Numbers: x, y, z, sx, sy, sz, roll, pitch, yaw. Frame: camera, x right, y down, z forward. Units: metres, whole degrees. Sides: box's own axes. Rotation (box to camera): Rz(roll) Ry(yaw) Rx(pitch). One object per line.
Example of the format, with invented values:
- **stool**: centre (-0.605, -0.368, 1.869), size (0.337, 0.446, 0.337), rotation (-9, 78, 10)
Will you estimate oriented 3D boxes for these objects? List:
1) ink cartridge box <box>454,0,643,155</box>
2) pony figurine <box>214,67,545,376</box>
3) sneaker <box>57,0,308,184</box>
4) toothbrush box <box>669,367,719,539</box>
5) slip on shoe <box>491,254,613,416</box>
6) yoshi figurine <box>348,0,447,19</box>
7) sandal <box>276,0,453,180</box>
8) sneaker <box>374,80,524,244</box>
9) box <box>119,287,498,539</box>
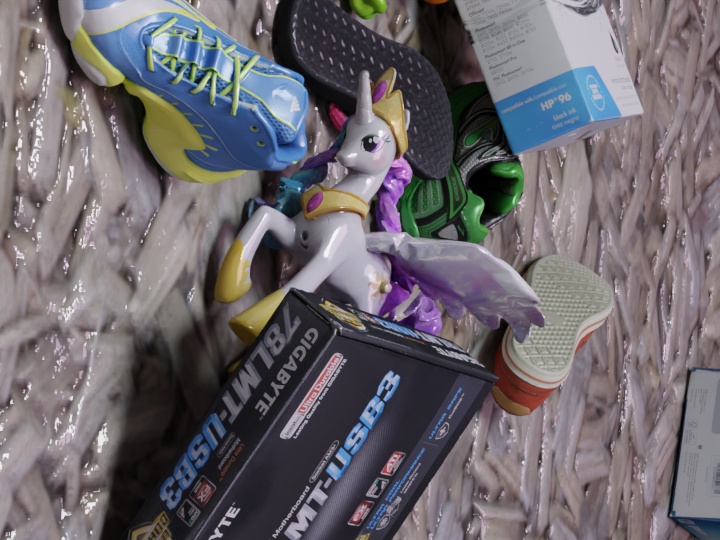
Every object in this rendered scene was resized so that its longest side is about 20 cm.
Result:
- **ink cartridge box**: centre (0.118, -0.189, 1.854), size (0.116, 0.068, 0.201), rotation (-15, 84, -66)
- **pony figurine**: centre (0.000, 0.000, 1.631), size (0.201, 0.166, 0.193), rotation (-57, 137, -22)
- **sneaker**: centre (-0.085, -0.117, 1.445), size (0.200, 0.104, 0.076), rotation (55, 44, -55)
- **toothbrush box**: centre (0.369, 0.189, 2.531), size (0.200, 0.085, 0.147), rotation (40, 57, -62)
- **slip on shoe**: centre (0.143, 0.047, 2.044), size (0.061, 0.074, 0.200), rotation (-60, 179, 32)
- **yoshi figurine**: centre (0.036, -0.215, 1.709), size (0.200, 0.111, 0.113), rotation (11, 89, -63)
- **sandal**: centre (-0.002, -0.121, 1.721), size (0.200, 0.045, 0.076), rotation (36, 55, -46)
- **sneaker**: centre (0.084, -0.067, 1.857), size (0.200, 0.085, 0.078), rotation (-56, 142, -50)
- **box**: centre (-0.031, 0.117, 1.532), size (0.201, 0.050, 0.198), rotation (-56, 151, 8)
